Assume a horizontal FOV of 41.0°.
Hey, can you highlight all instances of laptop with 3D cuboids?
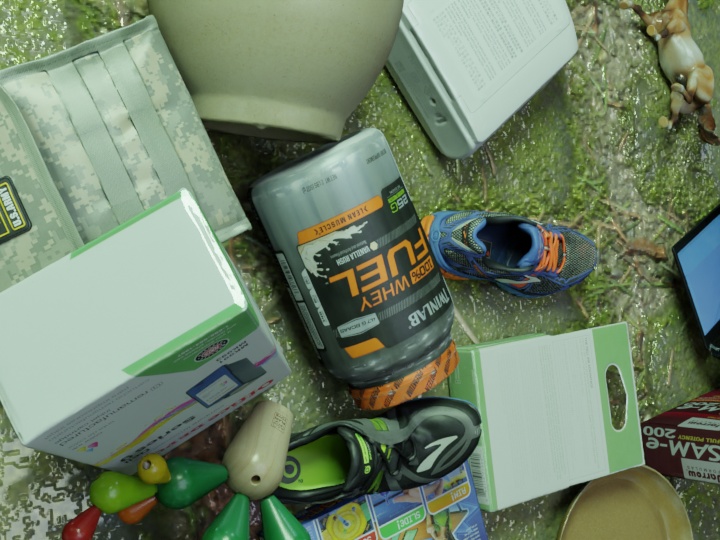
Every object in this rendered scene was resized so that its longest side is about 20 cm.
[{"bbox_3d":[0.449,0.027,1.044,0.176,0.198,0.105,-31,139,-41],"label":"laptop"}]

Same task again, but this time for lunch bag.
[{"bbox_3d":[-0.203,-0.056,0.657,0.198,0.117,0.167,-28,97,-26],"label":"lunch bag"}]

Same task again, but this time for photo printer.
[{"bbox_3d":[0.112,-0.227,0.893,0.200,0.069,0.168,-44,108,-28],"label":"photo printer"}]

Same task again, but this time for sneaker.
[{"bbox_3d":[0.007,0.149,0.760,0.195,0.083,0.072,-10,89,-12],"label":"sneaker"},{"bbox_3d":[0.150,-0.015,0.894,0.197,0.078,0.077,3,85,-32],"label":"sneaker"}]

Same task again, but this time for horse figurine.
[{"bbox_3d":[0.345,-0.227,1.045,0.132,0.049,0.203,-20,88,-49],"label":"horse figurine"}]

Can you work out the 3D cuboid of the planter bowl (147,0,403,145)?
[{"bbox_3d":[-0.066,-0.168,0.712,0.197,0.199,0.138,5,92,-31],"label":"planter bowl"}]

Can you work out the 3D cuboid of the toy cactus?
[{"bbox_3d":[-0.086,0.164,0.658,0.197,0.102,0.167,26,55,-9],"label":"toy cactus"}]

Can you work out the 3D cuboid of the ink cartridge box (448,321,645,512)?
[{"bbox_3d":[0.179,0.133,0.918,0.197,0.048,0.149,-7,90,-33],"label":"ink cartridge box"}]

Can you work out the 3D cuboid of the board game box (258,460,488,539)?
[{"bbox_3d":[0.022,0.248,0.817,0.197,0.034,0.138,-17,95,-31],"label":"board game box"}]

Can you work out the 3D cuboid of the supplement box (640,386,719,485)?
[{"bbox_3d":[0.404,0.164,1.022,0.197,0.108,0.062,-15,95,-33],"label":"supplement box"}]

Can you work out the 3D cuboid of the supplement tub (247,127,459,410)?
[{"bbox_3d":[0.000,0.000,0.774,0.122,0.122,0.203,-30,102,-30],"label":"supplement tub"}]

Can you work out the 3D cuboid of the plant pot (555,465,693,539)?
[{"bbox_3d":[0.261,0.296,0.969,0.197,0.027,0.205,3,84,-31],"label":"plant pot"}]

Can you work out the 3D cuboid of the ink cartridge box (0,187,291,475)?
[{"bbox_3d":[-0.133,0.051,0.616,0.144,0.200,0.088,-30,76,-6],"label":"ink cartridge box"}]
